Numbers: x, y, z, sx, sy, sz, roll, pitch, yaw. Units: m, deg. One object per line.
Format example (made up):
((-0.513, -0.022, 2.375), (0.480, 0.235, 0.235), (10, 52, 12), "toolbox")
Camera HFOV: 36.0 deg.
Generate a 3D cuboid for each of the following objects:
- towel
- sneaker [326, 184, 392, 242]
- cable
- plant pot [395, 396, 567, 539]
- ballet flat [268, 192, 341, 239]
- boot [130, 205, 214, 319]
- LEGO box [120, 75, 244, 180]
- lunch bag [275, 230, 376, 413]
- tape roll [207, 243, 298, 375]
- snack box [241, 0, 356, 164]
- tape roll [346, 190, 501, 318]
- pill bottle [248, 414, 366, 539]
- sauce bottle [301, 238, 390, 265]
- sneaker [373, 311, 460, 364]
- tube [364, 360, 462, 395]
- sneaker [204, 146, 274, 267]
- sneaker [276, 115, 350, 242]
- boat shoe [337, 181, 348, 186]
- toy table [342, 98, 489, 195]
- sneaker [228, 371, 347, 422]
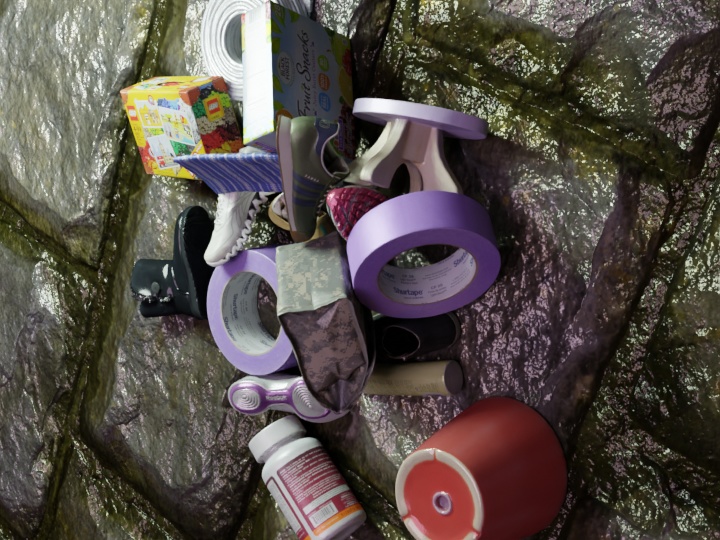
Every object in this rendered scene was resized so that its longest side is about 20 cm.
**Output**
((-0.151, -0.138, 1.606), (0.199, 0.145, 0.024), (1, 76, 20), "towel")
((0.005, -0.077, 1.543), (0.075, 0.200, 0.081), (35, 97, 28), "sneaker")
((-0.163, -0.356, 1.718), (0.199, 0.069, 0.201), (5, 100, 38), "cable")
((0.154, 0.287, 1.496), (0.200, 0.177, 0.201), (8, 102, 37), "plant pot")
((-0.091, -0.090, 1.675), (0.200, 0.069, 0.063), (34, 158, 52), "ballet flat")
((-0.329, -0.011, 1.905), (0.168, 0.076, 0.201), (3, 105, 35), "boot")
((-0.285, -0.231, 1.789), (0.200, 0.077, 0.149), (10, 122, 47), "LEGO box")
((-0.042, 0.077, 1.557), (0.117, 0.164, 0.201), (-14, 125, 5), "lunch bag")
((-0.146, 0.061, 1.764), (0.199, 0.085, 0.201), (8, 102, 39), "tape roll")
((-0.087, -0.257, 1.576), (0.068, 0.168, 0.201), (-19, 67, 39), "snack box")
((0.084, -0.018, 1.484), (0.200, 0.200, 0.066), (-42, 44, 35), "tape roll")
((-0.086, 0.334, 1.743), (0.110, 0.109, 0.200), (-47, 68, 34), "pill bottle")
((0.000, 0.000, 1.648), (0.200, 0.065, 0.065), (27, 113, 32), "sauce bottle")
((0.036, 0.098, 1.606), (0.200, 0.106, 0.075), (-17, 87, 40), "sneaker")
((0.055, 0.159, 1.633), (0.199, 0.052, 0.058), (-7, 102, 38), "tube")
((-0.197, -0.101, 1.732), (0.201, 0.081, 0.075), (-61, 29, -4), "sneaker")
((-0.058, -0.120, 1.494), (0.089, 0.067, 0.201), (-2, 130, 4), "sneaker")
((-0.087, -0.170, 1.693), (0.200, 0.070, 0.066), (29, 113, 24), "boat shoe")
((0.068, -0.160, 1.505), (0.200, 0.183, 0.118), (14, 91, 43), "toy table")
((-0.104, 0.188, 1.760), (0.199, 0.100, 0.075), (5, 106, 15), "sneaker")
